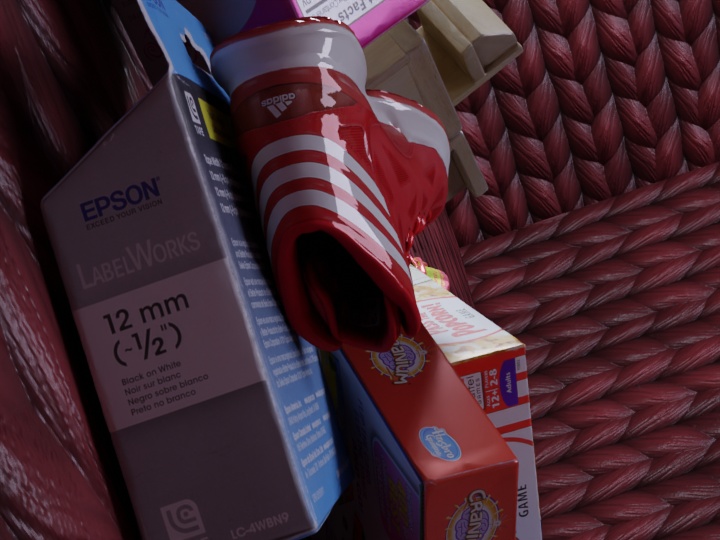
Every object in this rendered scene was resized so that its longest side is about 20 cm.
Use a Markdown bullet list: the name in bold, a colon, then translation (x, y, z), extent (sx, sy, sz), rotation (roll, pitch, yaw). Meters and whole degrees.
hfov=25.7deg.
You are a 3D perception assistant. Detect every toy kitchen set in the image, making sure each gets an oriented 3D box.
- **toy kitchen set**: translation (0.015, -0.162, 1.060), extent (0.200, 0.163, 0.181), rotation (51, -3, 32)

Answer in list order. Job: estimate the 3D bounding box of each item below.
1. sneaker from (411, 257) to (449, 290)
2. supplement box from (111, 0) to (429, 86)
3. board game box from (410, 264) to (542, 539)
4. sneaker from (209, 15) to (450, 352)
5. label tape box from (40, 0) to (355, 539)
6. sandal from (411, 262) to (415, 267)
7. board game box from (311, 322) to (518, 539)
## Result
- **sneaker**: translation (0.022, 0.009, 1.226), extent (0.200, 0.089, 0.079), rotation (60, 15, -58)
- **supplement box**: translation (-0.065, -0.181, 0.685), extent (0.103, 0.100, 0.202), rotation (-40, 112, -44)
- **board game box**: translation (0.029, 0.082, 0.783), extent (0.200, 0.046, 0.154), rotation (-143, -137, -66)
- **sneaker**: translation (-0.005, -0.015, 0.643), extent (0.200, 0.077, 0.117), rotation (30, 49, -66)
- **label tape box**: translation (-0.065, 0.002, 0.596), extent (0.143, 0.065, 0.202), rotation (8, 63, -85)
- **sandal**: translation (0.000, 0.000, 0.954), extent (0.201, 0.045, 0.075), rotation (56, 17, 14)
- **board game box**: translation (0.009, 0.089, 0.698), extent (0.200, 0.040, 0.155), rotation (-124, -153, -52)
